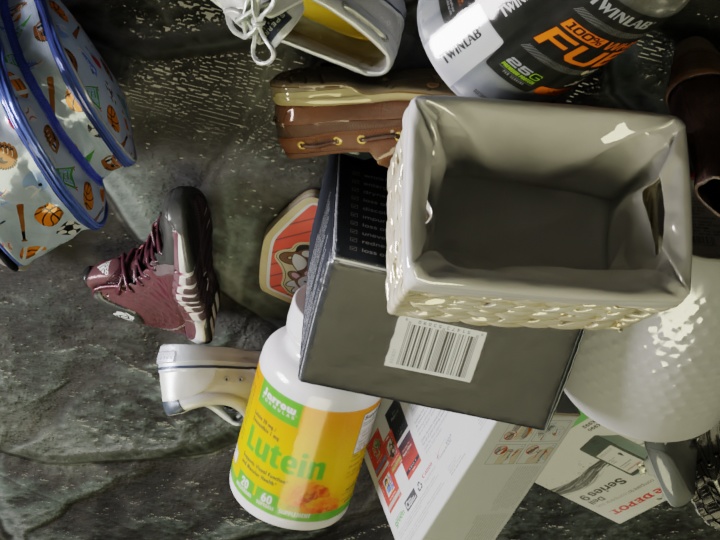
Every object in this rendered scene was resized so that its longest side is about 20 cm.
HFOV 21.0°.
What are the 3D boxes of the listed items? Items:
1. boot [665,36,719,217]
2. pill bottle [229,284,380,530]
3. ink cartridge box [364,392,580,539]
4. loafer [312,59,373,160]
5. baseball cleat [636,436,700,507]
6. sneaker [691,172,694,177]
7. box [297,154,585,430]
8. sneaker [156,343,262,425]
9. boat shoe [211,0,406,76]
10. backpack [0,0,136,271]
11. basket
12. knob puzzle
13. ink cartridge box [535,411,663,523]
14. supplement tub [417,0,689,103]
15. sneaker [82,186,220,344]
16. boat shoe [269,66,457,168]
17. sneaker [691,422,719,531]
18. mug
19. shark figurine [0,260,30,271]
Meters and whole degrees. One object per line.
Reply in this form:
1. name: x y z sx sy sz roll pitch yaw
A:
1. boot: 0.295 -0.066 1.413 0.200 0.167 0.072 34 127 -31
2. pill bottle: -0.041 0.115 1.679 0.111 0.111 0.200 12 119 -7
3. ink cartridge box: 0.081 0.120 1.658 0.084 0.176 0.200 2 136 -29
4. loafer: 0.051 -0.114 1.482 0.199 0.072 0.063 10 133 1
5. baseball cleat: 0.276 0.095 1.631 0.106 0.201 0.070 -13 177 21
6. sneaker: 0.333 -0.034 1.532 0.199 0.079 0.116 -8 143 17
7. box: 0.062 0.003 1.507 0.199 0.197 0.124 12 124 -6
8. sneaker: -0.096 0.108 1.766 0.200 0.071 0.073 6 174 -29
9. boat shoe: -0.062 -0.188 1.382 0.202 0.086 0.075 24 141 -22
10. backpack: -0.252 -0.105 1.441 0.154 0.191 0.200 -25 135 14
11. basket: 0.116 -0.035 1.348 0.199 0.136 0.123 4 165 -11
12. knob puzzle: 0.000 0.000 1.674 0.219 0.031 0.220 5 144 3
13. ink cartridge box: 0.216 0.141 1.782 0.200 0.084 0.146 27 140 -26
14. supplement tub: 0.142 -0.197 1.304 0.122 0.123 0.200 28 139 -26
15. sneaker: -0.187 -0.003 1.668 0.115 0.076 0.200 7 145 5
16. boat shoe: 0.032 -0.110 1.428 0.200 0.072 0.068 3 109 14
17. sneaker: 0.303 0.128 1.708 0.074 0.079 0.201 -14 98 16
18. mug: 0.263 0.027 1.485 0.199 0.148 0.176 14 135 2
19. shark figurine: -0.366 -0.049 1.626 0.214 0.090 0.128 19 141 -18
